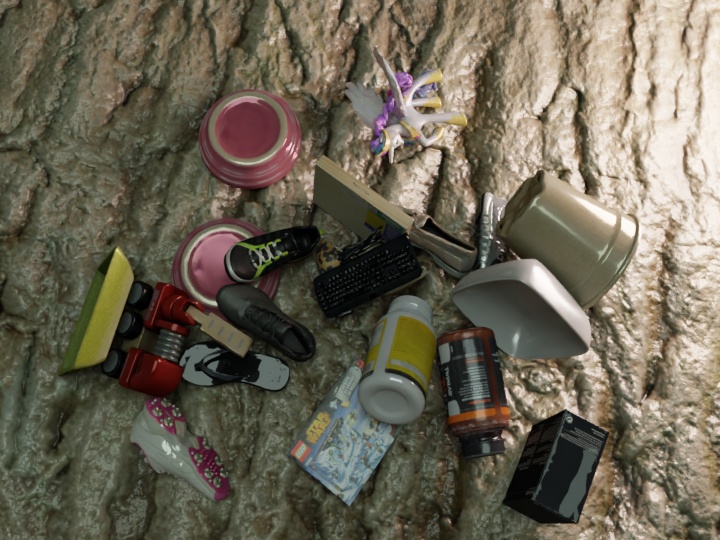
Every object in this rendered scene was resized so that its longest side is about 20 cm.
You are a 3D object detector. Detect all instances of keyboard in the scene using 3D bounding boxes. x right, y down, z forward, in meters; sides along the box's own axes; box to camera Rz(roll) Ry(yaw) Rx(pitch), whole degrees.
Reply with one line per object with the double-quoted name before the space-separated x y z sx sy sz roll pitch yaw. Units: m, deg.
"keyboard" 0.000 0.000 1.238 0.197 0.039 0.106 -26 85 19

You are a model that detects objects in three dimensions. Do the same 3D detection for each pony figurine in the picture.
"pony figurine" 0.077 -0.309 1.370 0.197 0.167 0.197 -23 81 -25

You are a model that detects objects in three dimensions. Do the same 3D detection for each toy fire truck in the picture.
"toy fire truck" -0.296 0.123 1.193 0.196 0.128 0.180 7 73 35

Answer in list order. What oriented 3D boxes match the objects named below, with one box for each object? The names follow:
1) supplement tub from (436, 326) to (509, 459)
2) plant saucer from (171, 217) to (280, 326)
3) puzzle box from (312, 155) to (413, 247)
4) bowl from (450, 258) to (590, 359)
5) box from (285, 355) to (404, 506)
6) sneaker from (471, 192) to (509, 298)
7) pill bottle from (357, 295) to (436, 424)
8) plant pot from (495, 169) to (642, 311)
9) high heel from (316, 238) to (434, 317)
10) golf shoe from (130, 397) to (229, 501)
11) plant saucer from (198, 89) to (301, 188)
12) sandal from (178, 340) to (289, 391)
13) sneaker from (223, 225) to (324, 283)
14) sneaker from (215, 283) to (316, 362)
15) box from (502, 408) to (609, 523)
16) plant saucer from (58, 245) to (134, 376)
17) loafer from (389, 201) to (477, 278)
"supplement tub" 0.188 0.204 1.212 0.104 0.107 0.206 -6 72 -4
"plant saucer" -0.241 -0.002 1.297 0.194 0.051 0.206 1 72 -2
"puzzle box" 0.000 -0.107 1.296 0.198 0.134 0.026 37 66 9
"bowl" 0.267 0.057 1.200 0.199 0.198 0.076 41 62 -19
"box" -0.013 0.266 1.221 0.136 0.040 0.201 36 74 9
"sneaker" 0.263 -0.041 1.314 0.112 0.075 0.205 9 71 -2
"pill bottle" 0.067 0.140 1.199 0.109 0.114 0.202 15 44 3
"plant pot" 0.335 -0.062 1.234 0.181 0.200 0.203 34 73 -7
"high heel" 0.022 -0.020 1.297 0.196 0.071 0.146 -23 80 1
"golf shoe" -0.296 0.305 1.194 0.092 0.075 0.200 -44 83 15
"plant saucer" -0.209 -0.256 1.374 0.194 0.051 0.206 1 72 -2
"sandal" -0.218 0.160 1.248 0.194 0.043 0.078 4 71 0
"sneaker" -0.145 -0.042 1.252 0.198 0.082 0.073 -26 87 -41
"sneaker" -0.153 0.085 1.224 0.197 0.091 0.077 31 84 -10
"box" 0.298 0.309 1.131 0.078 0.201 0.143 27 73 7
"plant saucer" -0.432 0.078 1.208 0.047 0.198 0.205 22 70 -23
"loafer" 0.126 -0.070 1.311 0.198 0.064 0.072 38 41 12
